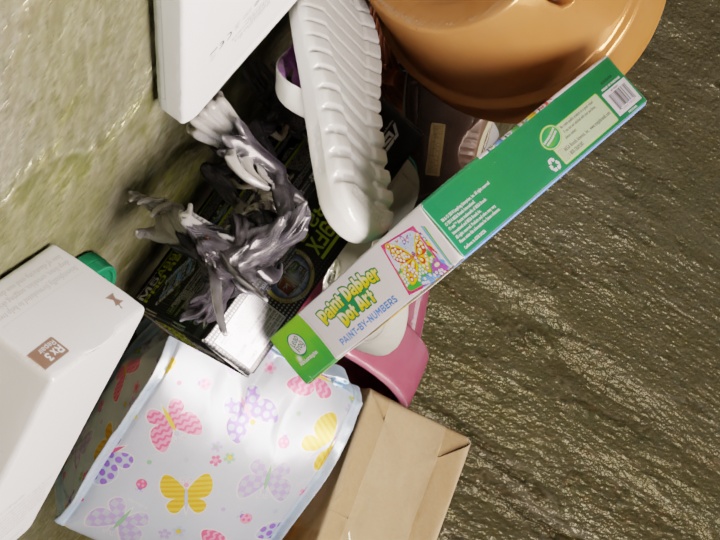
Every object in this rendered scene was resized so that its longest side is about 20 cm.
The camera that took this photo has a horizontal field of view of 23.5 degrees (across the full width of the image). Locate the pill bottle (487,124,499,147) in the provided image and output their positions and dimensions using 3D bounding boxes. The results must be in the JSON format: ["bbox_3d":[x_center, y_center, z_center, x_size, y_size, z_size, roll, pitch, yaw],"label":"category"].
[{"bbox_3d":[0.046,-0.082,1.708,0.200,0.113,0.113,-52,173,-10],"label":"pill bottle"}]

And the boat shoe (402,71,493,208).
[{"bbox_3d":[0.064,-0.114,1.274,0.075,0.075,0.202,-43,149,-83],"label":"boat shoe"}]

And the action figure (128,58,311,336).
[{"bbox_3d":[-0.083,-0.046,1.047,0.119,0.102,0.200,-47,-163,28],"label":"action figure"}]

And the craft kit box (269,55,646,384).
[{"bbox_3d":[0.059,-0.030,1.077,0.200,0.049,0.198,-39,176,-39],"label":"craft kit box"}]

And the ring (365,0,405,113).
[{"bbox_3d":[0.066,-0.199,1.290,0.200,0.019,0.201,-35,136,-42],"label":"ring"}]

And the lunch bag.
[{"bbox_3d":[-0.115,0.125,1.325,0.200,0.170,0.127,-55,-158,21],"label":"lunch bag"}]

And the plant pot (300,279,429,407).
[{"bbox_3d":[-0.021,0.002,1.436,0.200,0.200,0.179,106,6,-72],"label":"plant pot"}]

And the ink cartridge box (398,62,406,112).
[{"bbox_3d":[0.002,-0.102,1.343,0.200,0.039,0.099,-46,171,-35],"label":"ink cartridge box"}]

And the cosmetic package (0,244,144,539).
[{"bbox_3d":[-0.211,0.091,1.001,0.200,0.074,0.102,-60,171,31],"label":"cosmetic package"}]

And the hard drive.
[{"bbox_3d":[-0.060,-0.168,0.913,0.132,0.026,0.200,-51,173,-18],"label":"hard drive"}]

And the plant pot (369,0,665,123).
[{"bbox_3d":[0.082,-0.202,1.099,0.200,0.200,0.140,-55,157,12],"label":"plant pot"}]

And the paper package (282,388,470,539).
[{"bbox_3d":[-0.028,0.199,1.404,0.200,0.103,0.191,-10,-125,59],"label":"paper package"}]

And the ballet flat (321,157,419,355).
[{"bbox_3d":[0.000,0.000,1.240,0.069,0.069,0.200,-48,156,-41],"label":"ballet flat"}]

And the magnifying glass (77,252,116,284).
[{"bbox_3d":[-0.196,0.051,1.133,0.080,0.022,0.200,-50,171,-28],"label":"magnifying glass"}]

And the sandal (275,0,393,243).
[{"bbox_3d":[-0.025,-0.105,1.040,0.050,0.203,0.082,-24,144,27],"label":"sandal"}]

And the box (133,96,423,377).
[{"bbox_3d":[-0.061,-0.033,1.179,0.200,0.044,0.160,-54,-156,-9],"label":"box"}]
